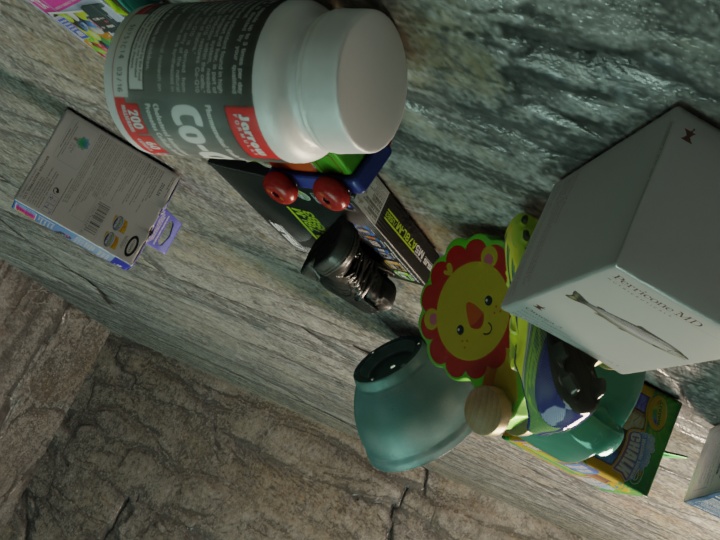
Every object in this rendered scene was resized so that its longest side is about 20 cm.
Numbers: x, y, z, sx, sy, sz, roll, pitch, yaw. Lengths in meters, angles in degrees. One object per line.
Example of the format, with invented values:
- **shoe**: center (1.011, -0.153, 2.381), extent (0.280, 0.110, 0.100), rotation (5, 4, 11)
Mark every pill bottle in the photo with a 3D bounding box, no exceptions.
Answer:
- **pill bottle**: center (-0.075, -0.136, 0.749), extent (0.199, 0.115, 0.114), rotation (7, 158, 31)

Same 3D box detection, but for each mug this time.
- **mug**: center (0.202, 0.100, 1.044), extent (0.114, 0.153, 0.185), rotation (32, 163, -12)

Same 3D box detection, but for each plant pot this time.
- **plant pot**: center (0.070, 0.183, 1.557), extent (0.200, 0.200, 0.135), rotation (2, 125, 58)

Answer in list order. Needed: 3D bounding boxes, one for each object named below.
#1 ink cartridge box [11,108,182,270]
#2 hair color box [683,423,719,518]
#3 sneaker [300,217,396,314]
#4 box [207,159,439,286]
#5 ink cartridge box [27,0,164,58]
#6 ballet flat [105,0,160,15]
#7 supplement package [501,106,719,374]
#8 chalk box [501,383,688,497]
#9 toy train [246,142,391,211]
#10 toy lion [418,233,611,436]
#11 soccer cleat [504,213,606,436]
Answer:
- **ink cartridge box**: center (-0.324, -0.092, 1.336), extent (0.199, 0.137, 0.076), rotation (30, 167, -14)
- **hair color box**: center (0.429, 0.218, 1.160), extent (0.060, 0.101, 0.200), rotation (23, 166, 9)
- **sneaker**: center (-0.001, 0.003, 1.079), extent (0.104, 0.060, 0.200), rotation (30, 169, -9)
- **box**: center (-0.035, -0.063, 1.107), extent (0.192, 0.048, 0.200), rotation (14, 161, 32)
- **ink cartridge box**: center (-0.193, -0.204, 0.908), extent (0.199, 0.042, 0.119), rotation (34, 165, -32)
- **ballet flat**: center (-0.195, -0.247, 0.718), extent (0.067, 0.067, 0.200), rotation (42, 173, 18)
- **supplement package**: center (0.200, -0.010, 0.725), extent (0.116, 0.118, 0.200), rotation (28, 166, -6)
- **chalk box**: center (0.297, 0.195, 1.266), extent (0.199, 0.125, 0.124), rotation (28, 166, -5)
- **toy train**: center (-0.075, -0.125, 0.904), extent (0.199, 0.085, 0.116), rotation (11, 149, 47)
- **toy lion**: center (0.139, 0.043, 0.971), extent (0.068, 0.193, 0.200), rotation (6, 142, -41)
- **soccer cleat**: center (0.144, 0.042, 0.870), extent (0.064, 0.201, 0.084), rotation (14, 140, -30)
